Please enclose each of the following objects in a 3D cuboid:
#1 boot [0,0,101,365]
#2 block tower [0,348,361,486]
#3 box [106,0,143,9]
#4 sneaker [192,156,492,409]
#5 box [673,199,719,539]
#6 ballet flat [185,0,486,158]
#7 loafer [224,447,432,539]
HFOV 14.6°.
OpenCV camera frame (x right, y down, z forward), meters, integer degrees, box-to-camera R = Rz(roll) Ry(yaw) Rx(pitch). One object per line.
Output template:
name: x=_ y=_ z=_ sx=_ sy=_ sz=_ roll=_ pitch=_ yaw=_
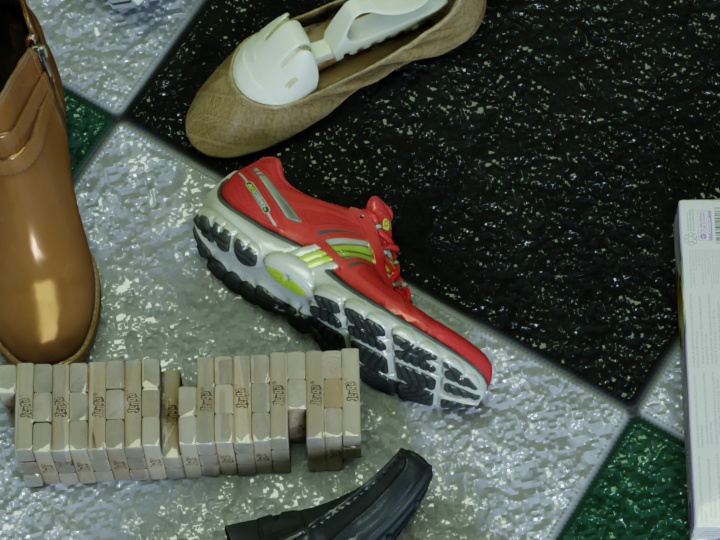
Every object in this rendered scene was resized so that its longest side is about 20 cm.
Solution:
boot: x=-0.188 y=-0.055 z=1.566 sx=0.076 sy=0.155 sz=0.201 roll=-2 pitch=66 yaw=-1
block tower: x=-0.099 y=0.082 z=1.561 sx=0.199 sy=0.054 sz=0.058 roll=-2 pitch=65 yaw=0
box: x=-0.107 y=-0.264 z=1.675 sx=0.200 sy=0.060 sz=0.117 roll=-44 pitch=106 yaw=-11
sneaker: x=0.000 y=0.000 z=1.588 sx=0.200 sy=0.077 sz=0.085 roll=35 pitch=65 yaw=14
box: x=0.201 y=0.056 z=1.580 sx=0.041 sy=0.039 sz=0.201 roll=-1 pitch=66 yaw=1
ballet flat: x=-0.014 y=-0.133 z=1.647 sx=0.199 sy=0.072 sz=0.068 roll=-24 pitch=70 yaw=-10
loafer: x=-0.045 y=0.160 z=1.517 sx=0.200 sy=0.068 sz=0.070 roll=-41 pitch=81 yaw=-13
